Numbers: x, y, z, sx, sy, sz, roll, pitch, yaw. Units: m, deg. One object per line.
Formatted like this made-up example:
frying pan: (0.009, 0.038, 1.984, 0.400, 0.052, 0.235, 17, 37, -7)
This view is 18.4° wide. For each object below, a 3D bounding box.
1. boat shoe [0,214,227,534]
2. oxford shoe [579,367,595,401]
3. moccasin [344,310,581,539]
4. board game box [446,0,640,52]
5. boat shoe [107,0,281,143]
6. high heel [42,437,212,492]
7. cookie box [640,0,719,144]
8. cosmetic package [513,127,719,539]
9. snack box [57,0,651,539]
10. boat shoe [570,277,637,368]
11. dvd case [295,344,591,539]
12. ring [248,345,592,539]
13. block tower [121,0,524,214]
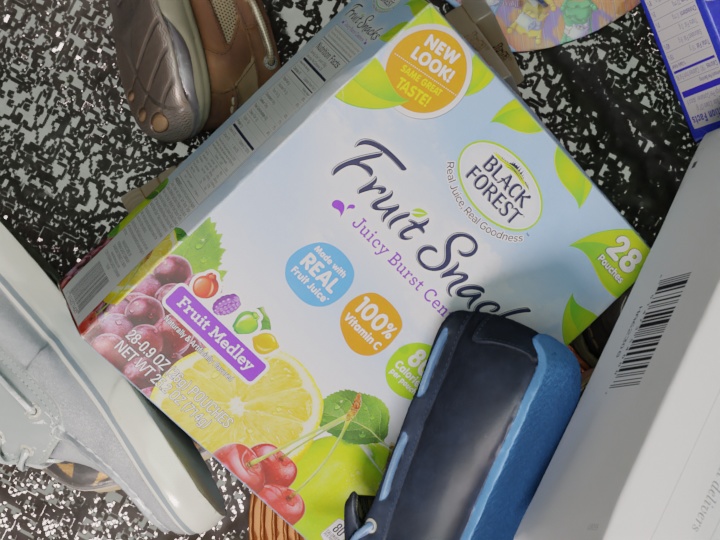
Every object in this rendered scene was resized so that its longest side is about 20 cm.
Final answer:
boat shoe: (-0.140, 0.051, 0.976, 0.071, 0.070, 0.201, -42, 72, 0)
oxford shoe: (0.150, 0.131, 0.992, 0.071, 0.074, 0.200, -36, 110, -19)
moccasin: (0.026, 0.112, 0.941, 0.068, 0.080, 0.200, 29, 92, 29)
board game box: (0.069, -0.205, 1.027, 0.200, 0.039, 0.158, 40, 93, 1)
boat shoe: (-0.084, -0.157, 1.030, 0.072, 0.076, 0.200, -8, 82, -27)
high heel: (-0.136, 0.031, 1.030, 0.200, 0.071, 0.143, -13, 95, 11)
cookie box: (0.200, -0.180, 0.990, 0.171, 0.075, 0.200, -22, 91, -10)
cosmetic package: (0.202, 0.067, 0.885, 0.200, 0.123, 0.200, 27, 80, -8)
snack box: (0.000, 0.000, 0.958, 0.200, 0.068, 0.169, -45, 118, 2)
boat shoe: (0.194, 0.040, 1.004, 0.200, 0.073, 0.075, 8, 91, -6)
dvd case: (0.057, 0.116, 1.051, 0.149, 0.016, 0.200, 25, 93, 2)
ring: (0.046, 0.121, 1.034, 0.200, 0.019, 0.201, 0, 91, 3)
block tower: (-0.013, -0.047, 1.015, 0.200, 0.054, 0.058, -31, 52, 0)
